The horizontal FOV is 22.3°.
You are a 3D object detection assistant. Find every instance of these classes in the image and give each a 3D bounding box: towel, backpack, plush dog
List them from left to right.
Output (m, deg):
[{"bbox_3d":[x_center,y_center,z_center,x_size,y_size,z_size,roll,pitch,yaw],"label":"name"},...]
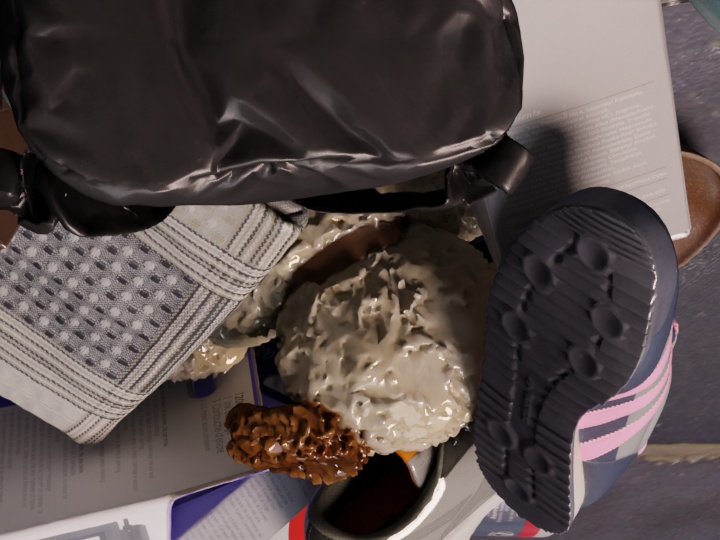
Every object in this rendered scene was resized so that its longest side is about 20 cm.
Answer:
[{"bbox_3d":[-0.147,-0.023,0.744,0.200,0.035,0.193,36,134,-12],"label":"towel"},{"bbox_3d":[-0.043,-0.084,0.590,0.166,0.127,0.200,0,-169,-13],"label":"backpack"},{"bbox_3d":[0.000,0.000,0.797,0.199,0.172,0.161,-28,154,-13],"label":"plush dog"}]

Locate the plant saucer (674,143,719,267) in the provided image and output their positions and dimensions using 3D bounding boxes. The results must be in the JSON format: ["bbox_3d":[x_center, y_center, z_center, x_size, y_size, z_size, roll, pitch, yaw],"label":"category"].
[{"bbox_3d":[0.103,-0.024,1.002,0.199,0.037,0.201,-13,154,-6],"label":"plant saucer"}]

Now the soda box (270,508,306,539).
[{"bbox_3d":[-0.047,0.135,0.989,0.200,0.064,0.070,-31,-174,26],"label":"soda box"}]

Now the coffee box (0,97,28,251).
[{"bbox_3d":[-0.222,-0.027,0.690,0.200,0.080,0.114,-31,116,34],"label":"coffee box"}]

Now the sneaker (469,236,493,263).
[{"bbox_3d":[0.074,0.013,0.940,0.078,0.070,0.200,-9,154,-26],"label":"sneaker"}]

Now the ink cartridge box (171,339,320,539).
[{"bbox_3d":[-0.096,0.091,0.925,0.200,0.199,0.041,-38,119,-23],"label":"ink cartridge box"}]

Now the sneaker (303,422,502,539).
[{"bbox_3d":[0.050,0.071,0.843,0.200,0.074,0.079,-48,151,-12],"label":"sneaker"}]

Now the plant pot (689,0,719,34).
[{"bbox_3d":[0.176,-0.137,0.613,0.200,0.201,0.135,9,136,-41],"label":"plant pot"}]

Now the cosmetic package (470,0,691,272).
[{"bbox_3d":[0.062,-0.103,0.685,0.090,0.107,0.200,-15,137,-1],"label":"cosmetic package"}]

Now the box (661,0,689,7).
[{"bbox_3d":[0.184,-0.171,0.754,0.199,0.040,0.137,-12,155,-10],"label":"box"}]

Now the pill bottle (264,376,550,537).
[{"bbox_3d":[0.019,0.096,1.082,0.199,0.120,0.120,3,151,-7],"label":"pill bottle"}]

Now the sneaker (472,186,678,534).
[{"bbox_3d":[0.095,0.023,0.720,0.082,0.070,0.200,-39,158,-28],"label":"sneaker"}]

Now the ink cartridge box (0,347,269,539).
[{"bbox_3d":[-0.143,0.077,0.881,0.199,0.198,0.044,-14,120,0],"label":"ink cartridge box"}]
